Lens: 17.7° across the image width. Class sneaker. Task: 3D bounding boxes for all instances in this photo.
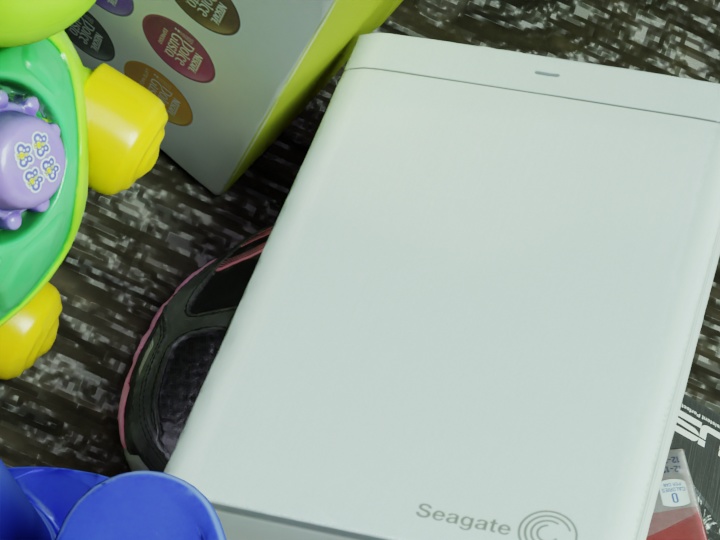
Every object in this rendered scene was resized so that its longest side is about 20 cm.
[{"bbox_3d":[0.000,0.000,0.776,0.079,0.095,0.200,47,69,0],"label":"sneaker"}]

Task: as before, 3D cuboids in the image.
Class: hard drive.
[{"bbox_3d":[0.034,0.009,0.686,0.132,0.027,0.200,10,48,13],"label":"hard drive"}]

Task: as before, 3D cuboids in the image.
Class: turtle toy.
[{"bbox_3d":[-0.138,-0.052,0.716,0.146,0.101,0.200,31,109,-3],"label":"turtle toy"}]

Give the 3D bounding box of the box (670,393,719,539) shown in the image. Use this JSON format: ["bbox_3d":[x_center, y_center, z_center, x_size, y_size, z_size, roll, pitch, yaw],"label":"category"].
[{"bbox_3d":[0.148,0.147,0.752,0.200,0.048,0.159,31,45,-11],"label":"box"}]

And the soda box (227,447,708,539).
[{"bbox_3d":[0.000,0.105,0.659,0.199,0.064,0.070,-6,45,-2],"label":"soda box"}]

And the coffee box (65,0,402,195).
[{"bbox_3d":[-0.038,-0.184,0.765,0.198,0.200,0.200,41,66,0],"label":"coffee box"}]

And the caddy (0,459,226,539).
[{"bbox_3d":[-0.101,0.126,0.547,0.141,0.105,0.200,19,61,14],"label":"caddy"}]
